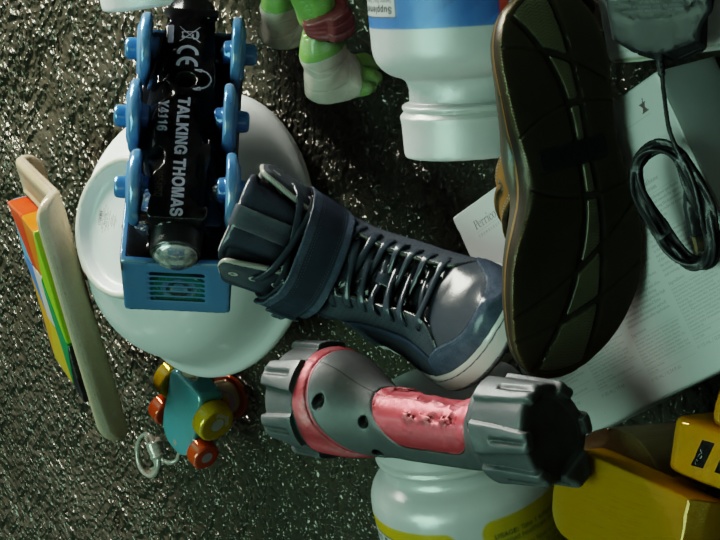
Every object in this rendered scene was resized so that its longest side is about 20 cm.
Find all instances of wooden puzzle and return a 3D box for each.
[{"bbox_3d":[-0.222,0.018,1.440,0.200,0.037,0.186,-136,31,-71],"label":"wooden puzzle"}]

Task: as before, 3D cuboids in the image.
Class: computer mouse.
[{"bbox_3d":[0.155,-0.096,0.953,0.058,0.034,0.201,5,114,34],"label":"computer mouse"}]

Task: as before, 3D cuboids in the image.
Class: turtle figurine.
[{"bbox_3d":[-0.012,-0.214,1.164,0.143,0.200,0.195,18,142,22],"label":"turtle figurine"}]

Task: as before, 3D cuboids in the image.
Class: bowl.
[{"bbox_3d":[-0.131,-0.028,1.331,0.200,0.090,0.202,-3,85,41],"label":"bowl"}]

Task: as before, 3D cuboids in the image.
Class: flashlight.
[{"bbox_3d":[0.030,0.074,1.037,0.199,0.067,0.068,1,88,50],"label":"flashlight"}]

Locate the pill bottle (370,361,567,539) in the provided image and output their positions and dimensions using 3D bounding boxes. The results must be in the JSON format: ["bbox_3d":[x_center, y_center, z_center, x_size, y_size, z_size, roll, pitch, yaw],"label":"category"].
[{"bbox_3d":[0.070,0.163,1.160,0.114,0.114,0.201,12,122,50],"label":"pill bottle"}]

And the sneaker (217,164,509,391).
[{"bbox_3d":[-0.001,0.001,1.098,0.077,0.146,0.202,-64,21,-8],"label":"sneaker"}]

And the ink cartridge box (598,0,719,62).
[{"bbox_3d":[0.159,-0.210,0.963,0.109,0.050,0.201,-1,103,53],"label":"ink cartridge box"}]

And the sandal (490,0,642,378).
[{"bbox_3d":[0.096,-0.046,1.011,0.055,0.081,0.201,-165,63,-67],"label":"sandal"}]

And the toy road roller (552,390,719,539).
[{"bbox_3d":[0.205,0.092,0.978,0.199,0.122,0.147,17,103,47],"label":"toy road roller"}]

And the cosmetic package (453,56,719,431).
[{"bbox_3d":[0.148,-0.004,1.061,0.200,0.051,0.151,-35,77,53],"label":"cosmetic package"}]

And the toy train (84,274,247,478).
[{"bbox_3d":[-0.144,0.052,1.467,0.150,0.055,0.201,-11,93,55],"label":"toy train"}]

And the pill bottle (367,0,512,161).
[{"bbox_3d":[0.058,-0.164,1.050,0.112,0.112,0.201,7,106,51],"label":"pill bottle"}]

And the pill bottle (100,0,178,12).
[{"bbox_3d":[-0.139,-0.276,1.267,0.114,0.113,0.201,7,110,51],"label":"pill bottle"}]

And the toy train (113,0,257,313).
[{"bbox_3d":[-0.111,-0.074,1.212,0.114,0.086,0.201,100,171,-56],"label":"toy train"}]
